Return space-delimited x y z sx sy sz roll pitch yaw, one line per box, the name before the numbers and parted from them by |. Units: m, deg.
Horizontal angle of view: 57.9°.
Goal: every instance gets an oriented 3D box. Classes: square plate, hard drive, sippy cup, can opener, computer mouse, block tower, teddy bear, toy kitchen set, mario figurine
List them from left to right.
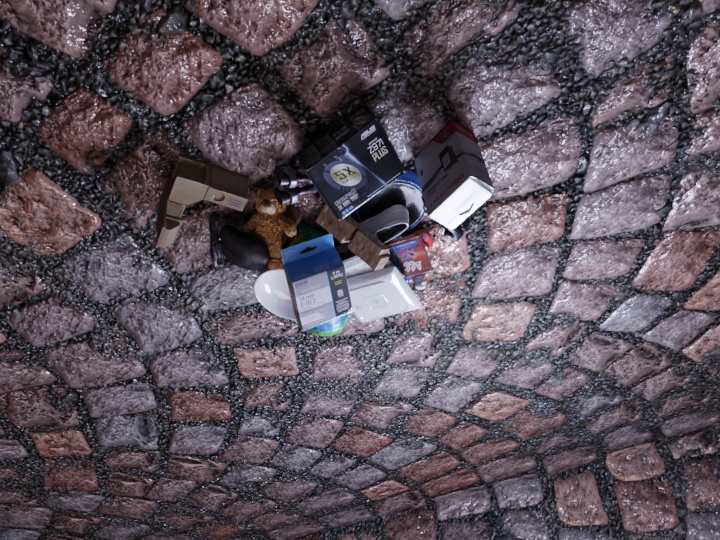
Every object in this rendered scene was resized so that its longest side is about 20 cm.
toy kitchen set | -0.384 -0.123 1.547 0.176 0.166 0.201 15 134 -25
computer mouse | -0.313 -0.051 1.622 0.196 0.052 0.142 19 120 28
teddy bear | -0.227 -0.099 1.608 0.066 0.144 0.204 -19 138 -55
sippy cup | -0.103 0.094 1.862 0.138 0.178 0.132 29 145 26
block tower | -0.016 -0.084 1.599 0.055 0.199 0.058 -56 162 18
hard drive | 0.000 0.000 1.699 0.196 0.039 0.140 -21 134 28
square plate | 0.042 0.074 1.734 0.194 0.029 0.201 -16 140 21
mario figurine | 0.130 -0.017 1.762 0.122 0.106 0.203 14 112 -45
can opener | 0.219 -0.134 1.710 0.198 0.063 0.080 24 87 -49

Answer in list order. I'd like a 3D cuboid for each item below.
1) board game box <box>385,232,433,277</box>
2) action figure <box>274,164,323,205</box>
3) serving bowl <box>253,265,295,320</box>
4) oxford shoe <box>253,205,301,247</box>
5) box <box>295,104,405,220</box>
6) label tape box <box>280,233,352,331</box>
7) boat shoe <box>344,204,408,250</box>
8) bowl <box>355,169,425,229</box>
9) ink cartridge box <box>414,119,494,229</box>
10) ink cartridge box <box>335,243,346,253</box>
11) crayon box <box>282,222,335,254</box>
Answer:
board game box | 0.085 -0.024 1.722 0.196 0.020 0.105 -16 111 26
action figure | -0.108 -0.213 1.572 0.195 0.070 0.132 -7 134 -25
serving bowl | -0.181 0.043 1.732 0.194 0.067 0.203 7 137 7
oxford shoe | -0.216 -0.098 1.695 0.198 0.072 0.073 -36 158 26
box | -0.020 -0.244 1.486 0.198 0.087 0.165 -35 130 1
label tape box | -0.107 0.029 1.620 0.140 0.066 0.205 -18 118 -16
boat shoe | 0.043 -0.090 1.672 0.197 0.070 0.072 -27 137 20
bowl | 0.080 -0.171 1.670 0.195 0.040 0.203 -5 138 -4
ink cartridge box | 0.213 -0.222 1.513 0.082 0.204 0.145 23 130 -32
ink cartridge box | -0.018 -0.028 1.824 0.195 0.051 0.164 -4 141 19
crayon box | -0.164 -0.026 1.757 0.117 0.059 0.200 25 131 -19
